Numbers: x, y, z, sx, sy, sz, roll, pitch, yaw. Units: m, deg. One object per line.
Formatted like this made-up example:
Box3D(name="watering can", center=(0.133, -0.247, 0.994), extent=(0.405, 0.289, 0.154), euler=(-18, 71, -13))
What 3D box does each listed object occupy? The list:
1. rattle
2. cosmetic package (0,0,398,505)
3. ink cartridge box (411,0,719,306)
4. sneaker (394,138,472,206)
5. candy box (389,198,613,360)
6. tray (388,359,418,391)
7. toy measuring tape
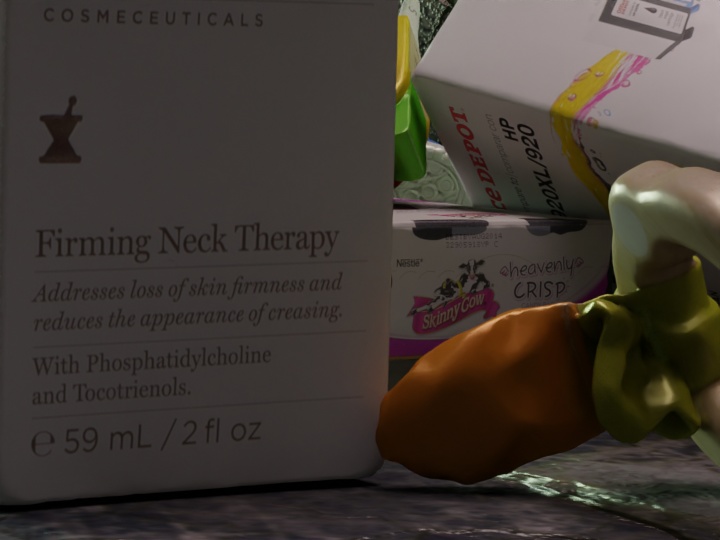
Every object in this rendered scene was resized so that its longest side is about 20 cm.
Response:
Box3D(name="rattle", center=(0.119, 0.053, 1.003), extent=(0.142, 0.131, 0.200), euler=(-13, 38, -30))
Box3D(name="cosmetic package", center=(-0.100, -0.030, 1.078), extent=(0.167, 0.201, 0.166), euler=(-2, 6, -36))
Box3D(name="ink cartridge box", center=(0.155, -0.074, 1.341), extent=(0.199, 0.145, 0.147), euler=(19, -27, 32))
Box3D(name="sneaker", center=(-0.042, -0.056, 1.526), extent=(0.199, 0.077, 0.111), euler=(10, 3, -4))
Box3D(name="candy box", center=(0.000, 0.000, 1.342), extent=(0.136, 0.061, 0.199), euler=(-1, 5, -37))
Box3D(name="tray", center=(-0.009, 0.041, 1.356), extent=(0.107, 0.022, 0.200), euler=(1, 5, -5))
Box3D(name="toy measuring tape", center=(-0.005, -0.090, 1.374), extent=(0.073, 0.074, 0.201), euler=(2, 36, 0))
